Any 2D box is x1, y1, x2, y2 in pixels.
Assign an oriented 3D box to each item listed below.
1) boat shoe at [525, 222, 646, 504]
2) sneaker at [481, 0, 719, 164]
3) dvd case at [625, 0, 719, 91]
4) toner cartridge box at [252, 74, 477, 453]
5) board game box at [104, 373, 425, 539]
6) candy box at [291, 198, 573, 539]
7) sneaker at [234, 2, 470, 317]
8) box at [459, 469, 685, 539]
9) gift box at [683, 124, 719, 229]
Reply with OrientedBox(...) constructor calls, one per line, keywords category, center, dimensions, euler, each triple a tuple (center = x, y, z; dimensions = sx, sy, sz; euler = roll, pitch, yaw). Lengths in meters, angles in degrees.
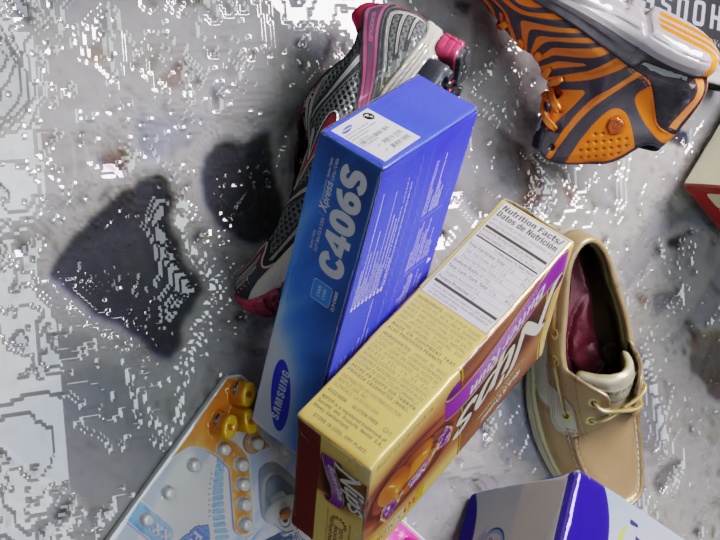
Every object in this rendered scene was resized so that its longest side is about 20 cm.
OrientedBox(category="boat shoe", center=(0.149, 0.069, 0.975), dimensions=(0.073, 0.066, 0.203), euler=(-24, 102, -26))
OrientedBox(category="sneaker", center=(0.117, -0.134, 0.946), dimensions=(0.198, 0.078, 0.113), euler=(29, 119, 3))
OrientedBox(category="dvd case", center=(0.207, -0.236, 1.025), dimensions=(0.148, 0.025, 0.203), euler=(7, 87, -29))
OrientedBox(category="toner cartridge box", center=(0.000, 0.000, 0.824), dimensions=(0.095, 0.043, 0.202), euler=(-33, 148, -46))
OrientedBox(category="board game box", center=(-0.061, 0.200, 0.883), dimensions=(0.200, 0.026, 0.201), euler=(44, 71, -23))
OrientedBox(category="candy box", center=(0.041, 0.065, 0.869), dimensions=(0.056, 0.117, 0.200), euler=(34, 56, 20))
OrientedBox(category="sneaker", center=(-0.014, -0.062, 0.884), dimensions=(0.074, 0.081, 0.201), euler=(32, 85, 12))
OrientedBox(category="box", center=(0.148, 0.256, 0.930), dimensions=(0.199, 0.104, 0.186), euler=(33, 57, -25))
OrientedBox(category="gift box", center=(0.355, -0.087, 1.017), dimensions=(0.200, 0.184, 0.188), euler=(46, 71, -33))
